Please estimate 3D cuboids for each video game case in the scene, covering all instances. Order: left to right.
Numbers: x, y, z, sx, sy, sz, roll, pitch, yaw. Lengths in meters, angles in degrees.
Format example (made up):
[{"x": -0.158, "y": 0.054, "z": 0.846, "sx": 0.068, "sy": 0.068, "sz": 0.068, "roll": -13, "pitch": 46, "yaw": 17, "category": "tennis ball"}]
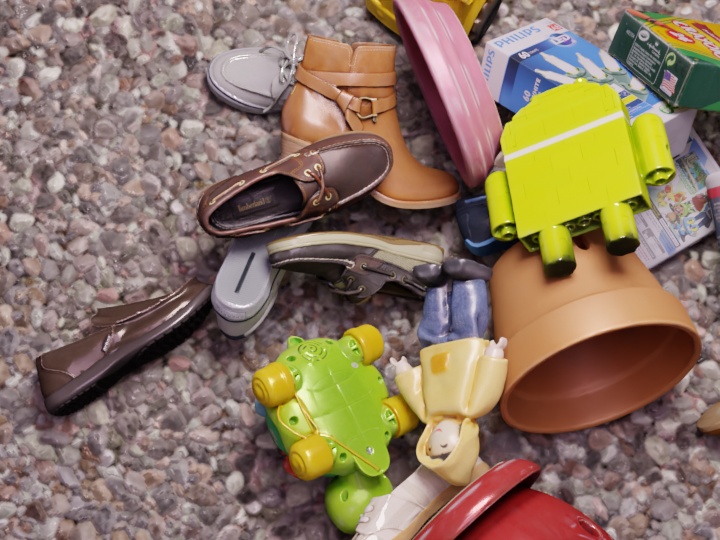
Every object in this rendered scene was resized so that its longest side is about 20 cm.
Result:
[{"x": 0.275, "y": -0.101, "z": 1.491, "sx": 0.181, "sy": 0.022, "sz": 0.201, "roll": -29, "pitch": 77, "yaw": -11, "category": "video game case"}]

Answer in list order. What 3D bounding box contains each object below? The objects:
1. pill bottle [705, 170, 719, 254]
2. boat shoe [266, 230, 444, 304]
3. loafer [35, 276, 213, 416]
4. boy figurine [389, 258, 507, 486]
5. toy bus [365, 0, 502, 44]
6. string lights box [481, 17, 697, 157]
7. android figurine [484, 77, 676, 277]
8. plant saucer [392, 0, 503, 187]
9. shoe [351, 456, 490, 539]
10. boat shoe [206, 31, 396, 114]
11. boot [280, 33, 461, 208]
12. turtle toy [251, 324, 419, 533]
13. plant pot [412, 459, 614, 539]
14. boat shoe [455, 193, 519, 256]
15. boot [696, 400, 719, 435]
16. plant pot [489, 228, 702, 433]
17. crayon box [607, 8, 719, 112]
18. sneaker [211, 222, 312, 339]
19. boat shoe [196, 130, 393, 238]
[{"x": 0.421, "y": -0.009, "z": 1.417, "sx": 0.118, "sy": 0.120, "sz": 0.202, "roll": -12, "pitch": 88, "yaw": -7, "category": "pill bottle"}, {"x": 0.000, "y": 0.000, "z": 1.388, "sx": 0.198, "sy": 0.073, "sz": 0.066, "roll": 3, "pitch": 81, "yaw": -32, "category": "boat shoe"}, {"x": -0.232, "y": 0.059, "z": 1.384, "sx": 0.199, "sy": 0.073, "sz": 0.071, "roll": -33, "pitch": 78, "yaw": -13, "category": "loafer"}, {"x": 0.078, "y": 0.095, "z": 1.313, "sx": 0.123, "sy": 0.064, "sz": 0.202, "roll": -6, "pitch": 73, "yaw": 35, "category": "boy figurine"}, {"x": 0.104, "y": -0.351, "z": 1.463, "sx": 0.135, "sy": 0.192, "sz": 0.201, "roll": 30, "pitch": 73, "yaw": 7, "category": "toy bus"}, {"x": 0.225, "y": -0.174, "z": 1.434, "sx": 0.102, "sy": 0.059, "sz": 0.199, "roll": -27, "pitch": 51, "yaw": -38, "category": "string lights box"}, {"x": 0.198, "y": -0.094, "z": 1.323, "sx": 0.181, "sy": 0.041, "sz": 0.202, "roll": -22, "pitch": 54, "yaw": 20, "category": "android figurine"}, {"x": 0.091, "y": -0.183, "z": 1.405, "sx": 0.050, "sy": 0.201, "sz": 0.202, "roll": -23, "pitch": 77, "yaw": 0, "category": "plant saucer"}, {"x": 0.035, "y": 0.219, "z": 1.310, "sx": 0.199, "sy": 0.070, "sz": 0.054, "roll": -33, "pitch": 84, "yaw": -33, "category": "shoe"}, {"x": -0.060, "y": -0.198, "z": 1.461, "sx": 0.200, "sy": 0.086, "sz": 0.075, "roll": 12, "pitch": 73, "yaw": -1, "category": "boat shoe"}, {"x": 0.021, "y": -0.146, "z": 1.416, "sx": 0.198, "sy": 0.074, "sz": 0.156, "roll": 7, "pitch": 101, "yaw": -19, "category": "boot"}, {"x": -0.025, "y": 0.154, "z": 1.355, "sx": 0.145, "sy": 0.101, "sz": 0.201, "roll": -20, "pitch": 78, "yaw": -33, "category": "turtle toy"}, {"x": 0.137, "y": 0.289, "z": 1.283, "sx": 0.200, "sy": 0.201, "sz": 0.183, "roll": -40, "pitch": 74, "yaw": -13, "category": "plant pot"}, {"x": 0.189, "y": -0.085, "z": 1.428, "sx": 0.198, "sy": 0.084, "sz": 0.069, "roll": -22, "pitch": 73, "yaw": -11, "category": "boat shoe"}, {"x": 0.447, "y": 0.173, "z": 1.399, "sx": 0.200, "sy": 0.071, "sz": 0.145, "roll": -21, "pitch": 105, "yaw": 20, "category": "boot"}, {"x": 0.207, "y": 0.047, "z": 1.367, "sx": 0.198, "sy": 0.201, "sz": 0.141, "roll": -14, "pitch": 59, "yaw": -8, "category": "plant pot"}, {"x": 0.367, "y": -0.205, "z": 1.442, "sx": 0.198, "sy": 0.051, "sz": 0.127, "roll": 3, "pitch": 31, "yaw": -30, "category": "crayon box"}, {"x": -0.100, "y": -0.019, "z": 1.420, "sx": 0.072, "sy": 0.071, "sz": 0.201, "roll": 24, "pitch": 53, "yaw": 5, "category": "sneaker"}, {"x": -0.059, "y": -0.076, "z": 1.353, "sx": 0.198, "sy": 0.070, "sz": 0.071, "roll": -22, "pitch": 103, "yaw": -3, "category": "boat shoe"}]
